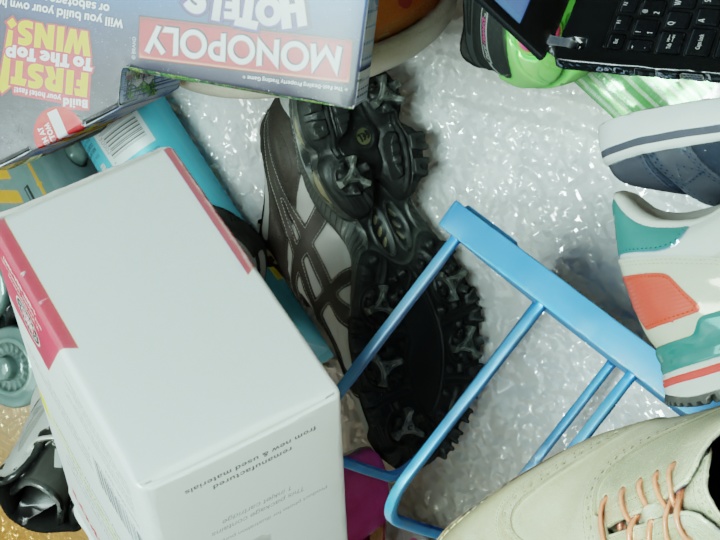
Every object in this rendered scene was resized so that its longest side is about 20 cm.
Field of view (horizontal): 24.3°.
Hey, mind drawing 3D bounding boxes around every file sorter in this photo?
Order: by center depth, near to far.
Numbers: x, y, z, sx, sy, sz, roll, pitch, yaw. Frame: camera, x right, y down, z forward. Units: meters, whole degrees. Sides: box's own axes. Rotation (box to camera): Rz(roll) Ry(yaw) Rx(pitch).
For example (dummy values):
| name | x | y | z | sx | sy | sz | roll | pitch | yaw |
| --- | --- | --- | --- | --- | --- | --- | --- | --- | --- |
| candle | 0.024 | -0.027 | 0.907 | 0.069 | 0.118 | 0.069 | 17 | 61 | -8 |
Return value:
| name | x | y | z | sx | sy | sz | roll | pitch | yaw |
| --- | --- | --- | --- | --- | --- | --- | --- | --- | --- |
| file sorter | 0.096 | 0.090 | 0.689 | 0.200 | 0.139 | 0.123 | 39 | 92 | 25 |

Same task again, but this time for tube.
| name | x | y | z | sx | sy | sz | roll | pitch | yaw |
| --- | --- | --- | --- | --- | --- | --- | --- | --- | --- |
| tube | -0.092 | -0.021 | 0.900 | 0.077 | 0.050 | 0.200 | -37 | 81 | 41 |

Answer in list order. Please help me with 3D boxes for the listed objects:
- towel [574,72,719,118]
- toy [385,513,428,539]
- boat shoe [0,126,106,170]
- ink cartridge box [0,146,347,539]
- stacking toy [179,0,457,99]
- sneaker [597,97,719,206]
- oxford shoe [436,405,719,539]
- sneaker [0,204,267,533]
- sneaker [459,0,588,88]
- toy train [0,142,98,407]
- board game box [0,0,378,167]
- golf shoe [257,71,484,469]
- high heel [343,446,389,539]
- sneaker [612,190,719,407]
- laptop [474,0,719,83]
| name | x | y | z | sx | sy | sz | roll | pitch | yaw |
| --- | --- | --- | --- | --- | --- | --- | --- | --- | --- |
| towel | 0.180 | -0.085 | 0.687 | 0.200 | 0.023 | 0.153 | 46 | 123 | 21 |
| toy | 0.061 | 0.189 | 0.796 | 0.200 | 0.047 | 0.116 | -145 | 52 | -70 |
| boat shoe | -0.199 | -0.096 | 0.894 | 0.201 | 0.066 | 0.072 | 25 | 113 | 51 |
| ink cartridge box | -0.073 | 0.073 | 0.692 | 0.145 | 0.083 | 0.200 | 53 | 159 | 33 |
| stacking toy | -0.041 | -0.187 | 0.727 | 0.146 | 0.146 | 0.200 | 12 | 127 | 36 |
| sneaker | 0.184 | -0.032 | 0.633 | 0.200 | 0.078 | 0.080 | -3 | 92 | 34 |
| oxford shoe | 0.105 | 0.078 | 0.573 | 0.200 | 0.074 | 0.071 | -24 | 70 | 18 |
| sneaker | -0.116 | 0.063 | 0.828 | 0.076 | 0.115 | 0.201 | 32 | 124 | -13 |
| sneaker | 0.065 | -0.178 | 0.716 | 0.084 | 0.077 | 0.201 | 2 | 87 | 55 |
| toy train | -0.177 | -0.010 | 0.949 | 0.114 | 0.085 | 0.200 | -35 | 76 | 25 |
| board game box | -0.081 | -0.133 | 0.672 | 0.199 | 0.062 | 0.200 | 12 | 107 | 16 |
| golf shoe | 0.000 | 0.000 | 0.825 | 0.094 | 0.078 | 0.201 | -9 | 93 | 57 |
| high heel | -0.001 | 0.162 | 0.826 | 0.096 | 0.067 | 0.200 | 56 | 158 | 24 |
| sneaker | 0.175 | -0.030 | 0.557 | 0.199 | 0.070 | 0.094 | -27 | 81 | 21 |
| laptop | 0.110 | -0.164 | 0.588 | 0.199 | 0.178 | 0.103 | 8 | 144 | 23 |
